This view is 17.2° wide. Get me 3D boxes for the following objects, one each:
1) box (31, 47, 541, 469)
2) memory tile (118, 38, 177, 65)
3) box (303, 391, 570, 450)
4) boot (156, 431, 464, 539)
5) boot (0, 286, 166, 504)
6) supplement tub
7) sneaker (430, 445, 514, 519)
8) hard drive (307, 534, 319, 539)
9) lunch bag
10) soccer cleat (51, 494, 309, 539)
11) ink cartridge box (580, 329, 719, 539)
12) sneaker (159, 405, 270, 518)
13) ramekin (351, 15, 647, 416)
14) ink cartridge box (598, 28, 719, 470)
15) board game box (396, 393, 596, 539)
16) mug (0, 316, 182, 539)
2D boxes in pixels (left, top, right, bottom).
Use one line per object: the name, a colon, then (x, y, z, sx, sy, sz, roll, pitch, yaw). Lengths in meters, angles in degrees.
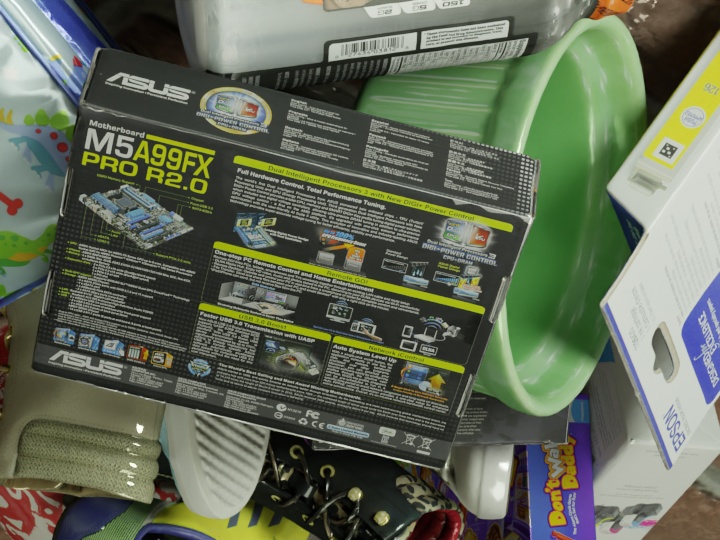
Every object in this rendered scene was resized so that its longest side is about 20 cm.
box: (-0.037, -0.002, 1.059, 0.199, 0.044, 0.161, 13, 130, -3)
memory tile: (-0.055, -0.021, 1.175, 0.017, 0.153, 0.200, -34, 116, -12)
box: (0.015, 0.052, 1.322, 0.142, 0.200, 0.036, 0, 103, -18)
boot: (-0.044, 0.113, 1.341, 0.203, 0.154, 0.074, 5, 116, -57)
boot: (-0.167, 0.033, 1.211, 0.199, 0.155, 0.072, 10, 175, 35)
supplement tub: (0.017, -0.149, 1.062, 0.199, 0.123, 0.123, -9, 147, -9)
sneaker: (0.039, 0.093, 1.389, 0.084, 0.200, 0.073, 2, 105, -9)
hard drive: (-0.017, 0.170, 1.525, 0.027, 0.132, 0.200, -2, 146, -10)
lunch bag: (-0.190, -0.082, 1.099, 0.160, 0.083, 0.200, -28, 116, 25)
soccer cleat: (-0.090, 0.161, 1.366, 0.200, 0.084, 0.065, 5, 106, -51)
ink cartridge box: (0.143, 0.110, 1.492, 0.068, 0.115, 0.200, 6, 145, -21)
sneaker: (-0.103, 0.034, 1.276, 0.082, 0.201, 0.074, -6, -178, 40)
ramekin: (0.064, -0.035, 1.183, 0.097, 0.201, 0.200, 10, 154, 24)
ink cartridge box: (0.188, -0.021, 1.267, 0.200, 0.047, 0.198, -50, 148, -14)
board game box: (0.081, 0.162, 1.484, 0.045, 0.135, 0.200, 5, 163, -22)
mug: (-0.155, 0.103, 1.433, 0.133, 0.178, 0.200, 16, 154, 31)
